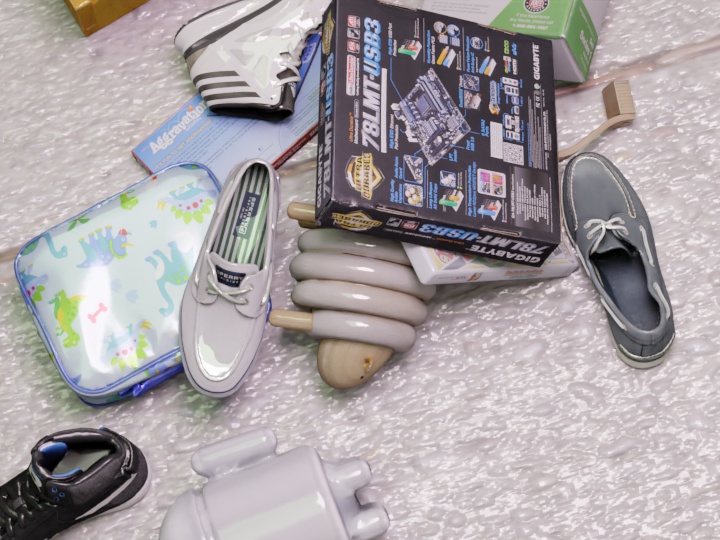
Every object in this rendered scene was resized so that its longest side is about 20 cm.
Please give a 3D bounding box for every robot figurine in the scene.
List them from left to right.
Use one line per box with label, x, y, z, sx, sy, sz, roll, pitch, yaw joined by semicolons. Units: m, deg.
robot figurine;-0.077;0.214;1.570;0.198;0.113;0.171;-20;86;-2

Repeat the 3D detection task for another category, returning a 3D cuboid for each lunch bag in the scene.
lunch bag;-0.183;0.016;1.670;0.199;0.082;0.162;-28;78;-5

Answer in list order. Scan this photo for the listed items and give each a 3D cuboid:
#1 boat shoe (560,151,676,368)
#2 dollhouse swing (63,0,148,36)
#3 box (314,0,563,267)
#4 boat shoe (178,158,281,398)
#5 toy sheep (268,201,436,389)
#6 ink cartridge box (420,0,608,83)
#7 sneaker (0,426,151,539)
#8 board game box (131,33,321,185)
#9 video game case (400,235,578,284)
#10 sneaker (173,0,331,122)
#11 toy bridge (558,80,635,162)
boat shoe;0.219;-0.019;1.654;0.072;0.062;0.202;-15;68;1
dollhouse swing;-0.212;-0.346;1.786;0.199;0.182;0.177;-30;88;-5
box;0.063;-0.115;1.586;0.197;0.050;0.202;9;61;-17
boat shoe;-0.109;0.003;1.601;0.073;0.067;0.202;7;83;-2
toy sheep;0.000;0.000;1.637;0.137;0.138;0.202;9;88;10
ink cartridge box;0.151;-0.278;1.736;0.145;0.084;0.201;9;69;27
sneaker;-0.275;0.184;1.606;0.199;0.112;0.073;-28;67;-4
board game box;-0.099;-0.136;1.761;0.200;0.019;0.103;-42;71;-10
video game case;0.079;-0.080;1.652;0.181;0.023;0.201;-3;59;-43
sneaker;-0.057;-0.199;1.742;0.199;0.076;0.116;-26;76;5
toy bridge;0.148;-0.125;1.678;0.198;0.027;0.068;-5;76;-25
